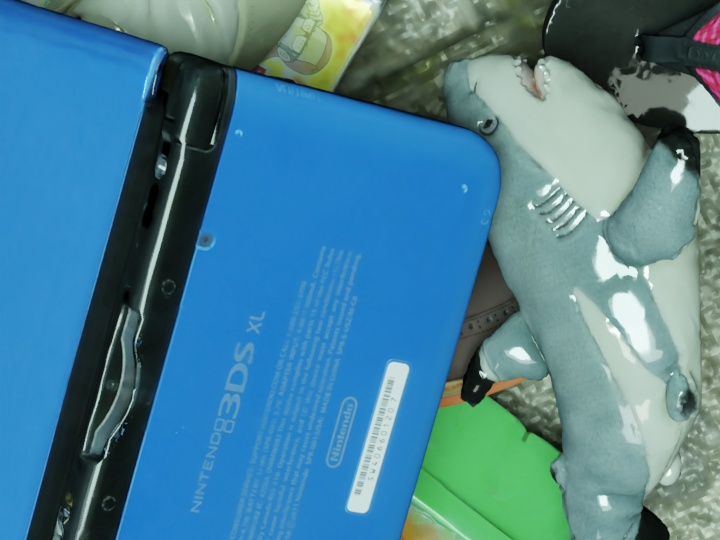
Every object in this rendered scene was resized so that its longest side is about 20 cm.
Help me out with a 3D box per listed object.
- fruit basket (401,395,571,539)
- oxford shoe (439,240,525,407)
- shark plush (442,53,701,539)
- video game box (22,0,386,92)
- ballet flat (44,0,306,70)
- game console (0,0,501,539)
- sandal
[{"bbox_3d":[0.000,0.136,0.800,0.185,0.094,0.200,37,65,-4],"label":"fruit basket"},{"bbox_3d":[0.000,0.000,0.780,0.199,0.071,0.073,-5,133,-18],"label":"oxford shoe"},{"bbox_3d":[0.072,0.028,0.770,0.083,0.091,0.201,-1,107,7],"label":"shark plush"},{"bbox_3d":[-0.114,-0.061,0.825,0.182,0.047,0.200,32,109,0],"label":"video game box"},{"bbox_3d":[-0.089,-0.060,0.763,0.200,0.069,0.070,-39,98,17],"label":"ballet flat"},{"bbox_3d":[-0.074,0.027,0.731,0.170,0.118,0.201,12,98,-32],"label":"game console"},{"bbox_3d":[0.161,-0.070,0.778,0.199,0.045,0.075,13,110,5],"label":"sandal"}]
